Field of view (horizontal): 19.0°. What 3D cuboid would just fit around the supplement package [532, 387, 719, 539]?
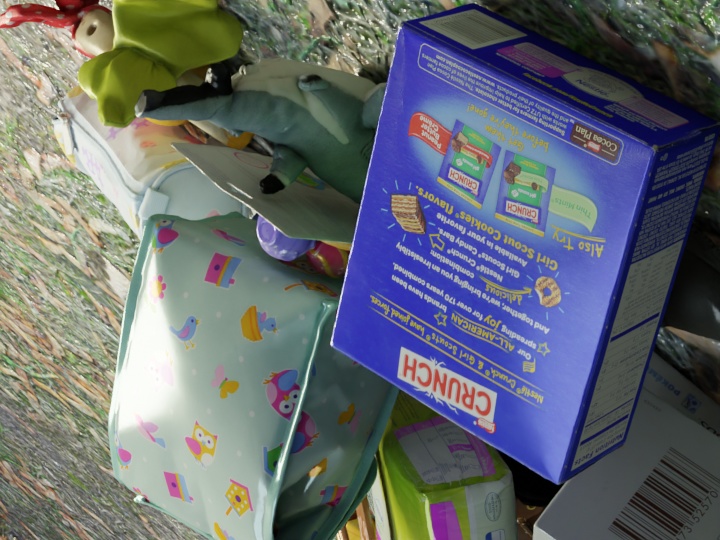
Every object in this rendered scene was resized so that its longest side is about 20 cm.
[{"bbox_3d":[0.181,0.184,1.331,0.117,0.117,0.200,34,159,18],"label":"supplement package"}]

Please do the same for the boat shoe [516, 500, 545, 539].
[{"bbox_3d":[0.118,0.149,1.571,0.200,0.072,0.068,49,161,-11],"label":"boat shoe"}]

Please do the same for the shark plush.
[{"bbox_3d":[-0.036,-0.081,1.269,0.091,0.084,0.200,13,-176,41],"label":"shark plush"}]

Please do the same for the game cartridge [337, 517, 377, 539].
[{"bbox_3d":[0.099,0.252,1.737,0.200,0.033,0.176,28,-173,22],"label":"game cartridge"}]

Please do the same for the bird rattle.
[{"bbox_3d":[-0.155,-0.139,1.469,0.163,0.113,0.200,37,170,-38],"label":"bird rattle"}]

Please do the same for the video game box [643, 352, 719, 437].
[{"bbox_3d":[0.164,0.101,1.425,0.182,0.047,0.200,42,160,8],"label":"video game box"}]

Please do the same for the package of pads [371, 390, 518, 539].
[{"bbox_3d":[0.052,0.164,1.431,0.200,0.068,0.155,-124,25,-68],"label":"package of pads"}]

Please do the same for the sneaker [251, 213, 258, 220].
[{"bbox_3d":[-0.029,0.029,1.561,0.078,0.070,0.200,18,152,26],"label":"sneaker"}]

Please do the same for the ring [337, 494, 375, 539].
[{"bbox_3d":[-0.005,0.156,1.512,0.200,0.019,0.201,168,90,-82],"label":"ring"}]

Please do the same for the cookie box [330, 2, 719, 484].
[{"bbox_3d":[0.083,-0.016,1.154,0.171,0.075,0.201,30,121,30],"label":"cookie box"}]

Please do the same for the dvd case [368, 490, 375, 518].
[{"bbox_3d":[0.038,0.166,1.644,0.200,0.022,0.146,27,148,47],"label":"dvd case"}]

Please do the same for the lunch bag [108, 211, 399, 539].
[{"bbox_3d":[-0.072,0.083,1.386,0.170,0.201,0.122,25,-164,33],"label":"lunch bag"}]

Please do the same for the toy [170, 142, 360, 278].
[{"bbox_3d":[-0.023,-0.027,1.343,0.115,0.047,0.200,37,-158,34],"label":"toy"}]

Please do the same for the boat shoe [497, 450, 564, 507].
[{"bbox_3d":[0.113,0.117,1.403,0.074,0.063,0.201,40,161,3],"label":"boat shoe"}]

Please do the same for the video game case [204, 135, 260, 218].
[{"bbox_3d":[-0.025,-0.001,1.607,0.182,0.023,0.200,31,156,30],"label":"video game case"}]

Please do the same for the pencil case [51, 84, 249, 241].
[{"bbox_3d":[-0.151,-0.075,1.534,0.091,0.083,0.200,32,-173,-36],"label":"pencil case"}]

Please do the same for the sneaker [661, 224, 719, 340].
[{"bbox_3d":[0.133,0.008,1.228,0.200,0.091,0.076,22,150,42],"label":"sneaker"}]
